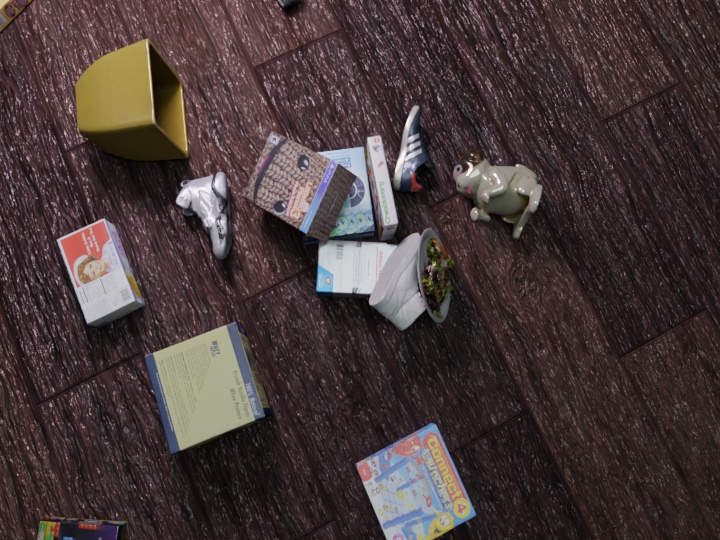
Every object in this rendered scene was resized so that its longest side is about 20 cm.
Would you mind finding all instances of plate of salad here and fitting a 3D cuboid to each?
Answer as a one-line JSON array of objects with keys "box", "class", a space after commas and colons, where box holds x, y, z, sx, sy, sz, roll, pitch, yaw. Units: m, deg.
[{"box": [0.169, 0.010, 1.310, 0.047, 0.199, 0.207, -7, 77, 25], "class": "plate of salad"}]

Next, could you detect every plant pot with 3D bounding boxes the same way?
[{"box": [-0.518, -0.360, 1.358, 0.193, 0.196, 0.201, -10, 78, 5], "class": "plant pot"}]

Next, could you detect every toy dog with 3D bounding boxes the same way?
[{"box": [0.307, -0.200, 1.385, 0.195, 0.140, 0.198, 21, 65, 2], "class": "toy dog"}]

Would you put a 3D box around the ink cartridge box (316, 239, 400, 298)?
[{"box": [0.000, 0.000, 1.362, 0.193, 0.068, 0.120, 3, 79, -2], "class": "ink cartridge box"}]

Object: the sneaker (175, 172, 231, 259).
[{"box": [-0.352, -0.121, 1.370, 0.111, 0.075, 0.207, -5, 74, -3], "class": "sneaker"}]

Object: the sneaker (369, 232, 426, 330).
[{"box": [0.103, 0.028, 1.303, 0.115, 0.073, 0.203, 42, 62, -23], "class": "sneaker"}]

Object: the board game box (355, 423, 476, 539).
[{"box": [0.114, 0.462, 1.279, 0.191, 0.056, 0.205, -25, 81, -7], "class": "board game box"}]

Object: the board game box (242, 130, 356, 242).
[{"box": [-0.134, -0.183, 1.327, 0.197, 0.096, 0.163, 28, 95, 27], "class": "board game box"}]

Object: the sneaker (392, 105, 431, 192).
[{"box": [0.133, -0.281, 1.426, 0.082, 0.075, 0.207, 12, 88, 2], "class": "sneaker"}]

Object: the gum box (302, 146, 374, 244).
[{"box": [-0.061, -0.174, 1.407, 0.164, 0.045, 0.207, -7, 78, -3], "class": "gum box"}]

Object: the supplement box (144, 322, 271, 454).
[{"box": [-0.312, 0.244, 1.264, 0.194, 0.134, 0.205, -20, 80, -6], "class": "supplement box"}]

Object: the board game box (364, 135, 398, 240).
[{"box": [0.045, -0.183, 1.372, 0.033, 0.126, 0.207, -10, 78, -5], "class": "board game box"}]

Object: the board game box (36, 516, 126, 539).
[{"box": [-0.571, 0.612, 1.217, 0.159, 0.057, 0.207, 3, 78, -1], "class": "board game box"}]

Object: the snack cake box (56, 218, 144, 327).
[{"box": [-0.572, 0.006, 1.336, 0.112, 0.067, 0.205, -24, 80, -5], "class": "snack cake box"}]

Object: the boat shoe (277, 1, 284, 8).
[{"box": [-0.230, -0.736, 1.503, 0.061, 0.075, 0.202, -39, 91, -21], "class": "boat shoe"}]
